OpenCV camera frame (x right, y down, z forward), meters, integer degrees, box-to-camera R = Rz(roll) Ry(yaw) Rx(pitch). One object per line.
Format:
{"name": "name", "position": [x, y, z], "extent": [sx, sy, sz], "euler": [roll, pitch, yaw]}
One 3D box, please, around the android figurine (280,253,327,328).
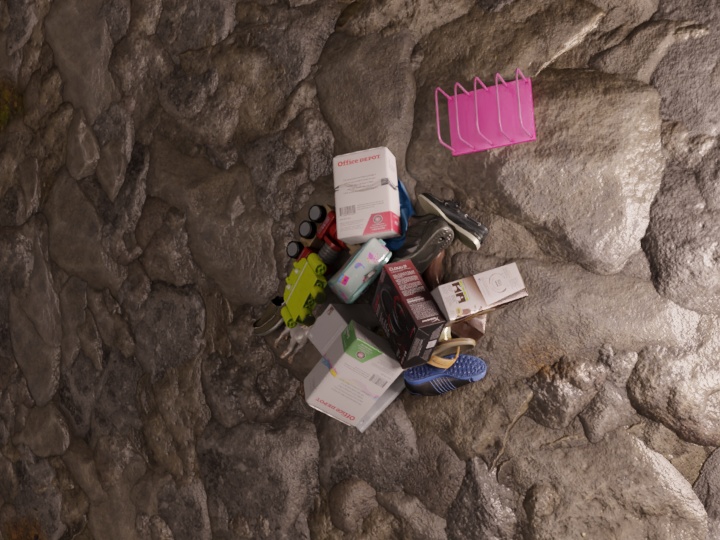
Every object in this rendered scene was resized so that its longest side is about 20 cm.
{"name": "android figurine", "position": [-0.140, 0.047, 1.460], "extent": [0.184, 0.040, 0.200], "euler": [-60, 32, 16]}

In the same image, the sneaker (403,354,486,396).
{"name": "sneaker", "position": [0.201, 0.254, 1.418], "extent": [0.195, 0.079, 0.071], "euler": [-7, 45, 11]}

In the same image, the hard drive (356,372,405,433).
{"name": "hard drive", "position": [0.027, 0.275, 1.474], "extent": [0.200, 0.033, 0.140], "euler": [-44, 77, -7]}

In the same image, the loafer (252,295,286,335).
{"name": "loafer", "position": [-0.226, 0.103, 1.633], "extent": [0.199, 0.076, 0.070], "euler": [-36, 113, 15]}

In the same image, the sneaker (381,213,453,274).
{"name": "sneaker", "position": [0.123, -0.055, 1.402], "extent": [0.199, 0.076, 0.115], "euler": [-45, 33, 16]}

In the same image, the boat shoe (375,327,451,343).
{"name": "boat shoe", "position": [0.124, 0.143, 1.422], "extent": [0.196, 0.073, 0.064], "euler": [-4, 82, 27]}

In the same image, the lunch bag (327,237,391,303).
{"name": "lunch bag", "position": [0.000, 0.000, 1.405], "extent": [0.077, 0.200, 0.161], "euler": [44, 82, -4]}

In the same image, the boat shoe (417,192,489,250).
{"name": "boat shoe", "position": [0.221, -0.131, 1.410], "extent": [0.066, 0.075, 0.199], "euler": [-43, 59, -9]}

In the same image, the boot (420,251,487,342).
{"name": "boot", "position": [0.227, 0.060, 1.404], "extent": [0.198, 0.064, 0.190], "euler": [29, 111, 27]}

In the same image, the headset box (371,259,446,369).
{"name": "headset box", "position": [0.097, 0.088, 1.322], "extent": [0.150, 0.074, 0.202], "euler": [106, 146, -46]}

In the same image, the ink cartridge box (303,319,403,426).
{"name": "ink cartridge box", "position": [-0.017, 0.236, 1.359], "extent": [0.201, 0.144, 0.088], "euler": [-52, 23, 15]}

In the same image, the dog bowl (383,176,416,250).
{"name": "dog bowl", "position": [0.081, -0.148, 1.493], "extent": [0.110, 0.049, 0.204], "euler": [-27, 77, 25]}

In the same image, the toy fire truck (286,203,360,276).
{"name": "toy fire truck", "position": [-0.066, -0.045, 1.545], "extent": [0.200, 0.128, 0.177], "euler": [46, 110, 31]}

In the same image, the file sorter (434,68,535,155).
{"name": "file sorter", "position": [0.278, -0.357, 1.345], "extent": [0.196, 0.125, 0.143], "euler": [-6, 86, 28]}

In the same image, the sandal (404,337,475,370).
{"name": "sandal", "position": [0.173, 0.205, 1.369], "extent": [0.196, 0.080, 0.055], "euler": [-22, 68, 12]}

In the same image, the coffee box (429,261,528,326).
{"name": "coffee box", "position": [0.248, 0.059, 1.306], "extent": [0.196, 0.113, 0.081], "euler": [-16, 77, -18]}

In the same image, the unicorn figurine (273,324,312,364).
{"name": "unicorn figurine", "position": [-0.160, 0.176, 1.580], "extent": [0.138, 0.074, 0.199], "euler": [-54, 44, 1]}

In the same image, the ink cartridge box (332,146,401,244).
{"name": "ink cartridge box", "position": [0.016, -0.178, 1.441], "extent": [0.142, 0.084, 0.205], "euler": [-7, 80, 20]}

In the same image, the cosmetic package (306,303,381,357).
{"name": "cosmetic package", "position": [-0.031, 0.146, 1.464], "extent": [0.090, 0.199, 0.107], "euler": [45, 110, 21]}
